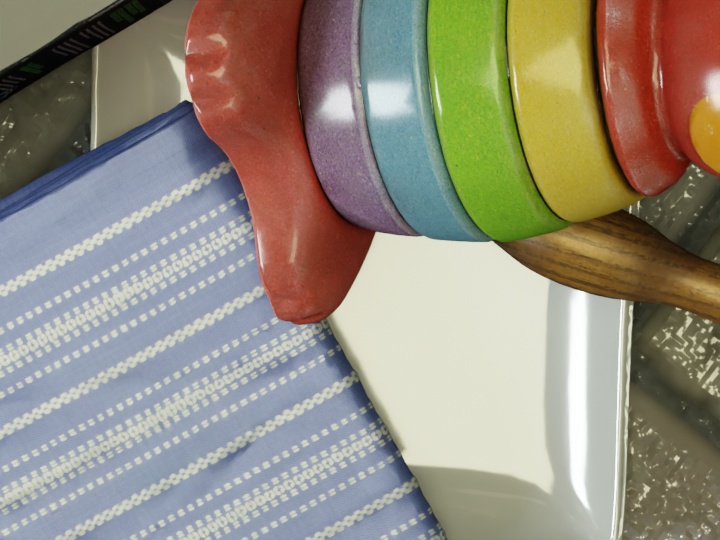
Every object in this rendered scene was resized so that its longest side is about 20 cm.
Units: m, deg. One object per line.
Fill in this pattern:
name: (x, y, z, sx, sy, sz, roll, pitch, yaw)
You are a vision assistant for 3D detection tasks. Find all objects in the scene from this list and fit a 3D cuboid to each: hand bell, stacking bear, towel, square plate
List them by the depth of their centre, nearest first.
stacking bear: (0.065, -0.061, 0.733, 0.199, 0.114, 0.122, -4, 127, 22)
hand bell: (0.132, 0.009, 0.799, 0.200, 0.104, 0.104, 22, 93, 1)
towel: (-0.072, 0.058, 0.817, 0.145, 0.024, 0.200, -29, 95, -1)
square plate: (0.000, 0.000, 0.837, 0.199, 0.028, 0.199, 3, 93, 1)

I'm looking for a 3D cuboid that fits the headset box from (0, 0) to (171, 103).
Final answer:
headset box: (-0.153, -0.138, 0.768, 0.200, 0.093, 0.174, -30, 93, 0)
